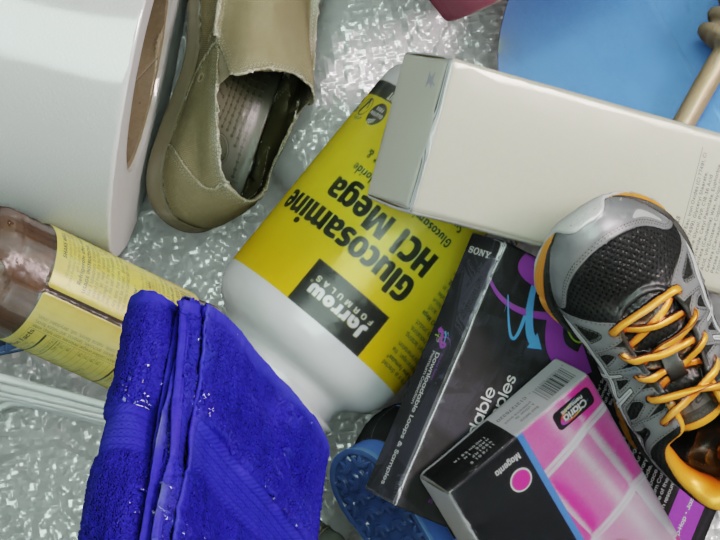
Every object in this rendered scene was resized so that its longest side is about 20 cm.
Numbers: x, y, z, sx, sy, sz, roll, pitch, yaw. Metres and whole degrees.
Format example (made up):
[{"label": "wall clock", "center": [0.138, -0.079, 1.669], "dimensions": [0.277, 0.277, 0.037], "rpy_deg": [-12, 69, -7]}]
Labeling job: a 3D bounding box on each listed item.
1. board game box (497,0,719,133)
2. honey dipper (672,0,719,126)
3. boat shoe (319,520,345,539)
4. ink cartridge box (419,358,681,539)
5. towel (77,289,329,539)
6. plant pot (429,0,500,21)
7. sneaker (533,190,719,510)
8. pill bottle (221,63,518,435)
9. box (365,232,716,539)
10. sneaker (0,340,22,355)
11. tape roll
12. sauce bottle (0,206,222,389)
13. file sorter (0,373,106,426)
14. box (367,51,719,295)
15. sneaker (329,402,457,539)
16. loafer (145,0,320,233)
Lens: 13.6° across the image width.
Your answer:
[{"label": "board game box", "center": [0.172, -0.110, 1.627], "dimensions": [0.199, 0.039, 0.159], "rpy_deg": [-29, 78, -5]}, {"label": "honey dipper", "center": [0.167, -0.070, 1.579], "dimensions": [0.038, 0.038, 0.201], "rpy_deg": [29, 82, 4]}, {"label": "boat shoe", "center": [-0.073, 0.216, 1.572], "dimensions": [0.060, 0.072, 0.203], "rpy_deg": [24, 80, 8]}, {"label": "ink cartridge box", "center": [0.114, 0.149, 1.525], "dimensions": [0.095, 0.037, 0.201], "rpy_deg": [-39, 122, -15]}, {"label": "towel", "center": [-0.066, 0.120, 1.378], "dimensions": [0.049, 0.148, 0.201], "rpy_deg": [-22, 40, 29]}, {"label": "plant pot", "center": [0.060, -0.238, 1.573], "dimensions": [0.199, 0.200, 0.180], "rpy_deg": [-28, 97, -3]}, {"label": "sneaker", "center": [0.149, 0.039, 1.469], "dimensions": [0.078, 0.200, 0.077], "rpy_deg": [-33, 41, 1]}, {"label": "pill bottle", "center": [0.000, 0.000, 1.576], "dimensions": [0.112, 0.112, 0.200], "rpy_deg": [38, 85, 5]}, {"label": "box", "center": [0.110, 0.082, 1.548], "dimensions": [0.199, 0.036, 0.144], "rpy_deg": [26, 86, -35]}, {"label": "sneaker", "center": [-0.250, 0.033, 1.573], "dimensions": [0.199, 0.082, 0.074], "rpy_deg": [-27, 77, 18]}, {"label": "tape roll", "center": [-0.172, -0.117, 1.547], "dimensions": [0.138, 0.203, 0.204], "rpy_deg": [11, 83, 2]}, {"label": "sauce bottle", "center": [-0.160, 0.007, 1.493], "dimensions": [0.199, 0.065, 0.065], "rpy_deg": [28, 83, -27]}, {"label": "file sorter", "center": [-0.159, 0.129, 1.519], "dimensions": [0.124, 0.200, 0.140], "rpy_deg": [14, 83, 4]}, {"label": "box", "center": [0.111, -0.047, 1.510], "dimensions": [0.199, 0.068, 0.083], "rpy_deg": [16, 92, -21]}, {"label": "sneaker", "center": [0.061, 0.159, 1.580], "dimensions": [0.078, 0.070, 0.201], "rpy_deg": [-38, 105, -42]}, {"label": "loafer", "center": [-0.054, -0.115, 1.599], "dimensions": [0.076, 0.067, 0.201], "rpy_deg": [17, 84, -42]}]
